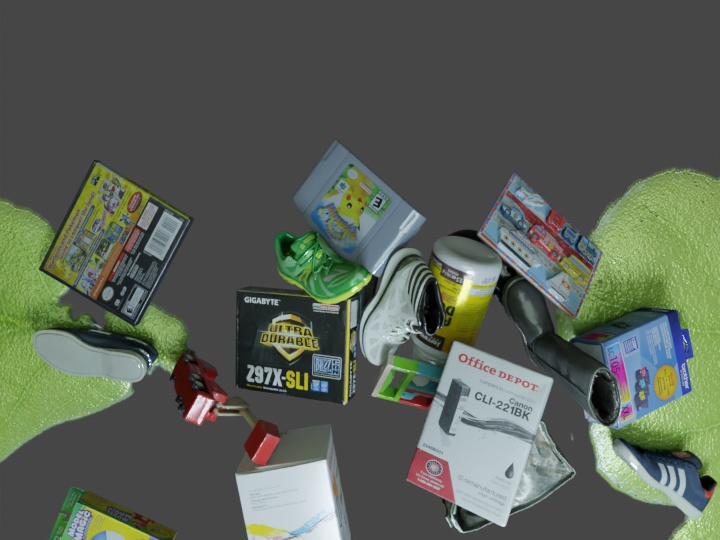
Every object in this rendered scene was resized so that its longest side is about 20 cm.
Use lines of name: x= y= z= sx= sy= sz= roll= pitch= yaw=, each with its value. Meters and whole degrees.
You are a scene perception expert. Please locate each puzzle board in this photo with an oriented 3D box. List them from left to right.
puzzle board: x=0.286 y=-0.043 z=0.926 sx=0.199 sy=0.017 sz=0.151 roll=40 pitch=56 yaw=-4

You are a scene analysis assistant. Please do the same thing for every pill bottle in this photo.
pill bottle: x=0.139 y=0.058 z=0.918 sx=0.107 sy=0.110 sz=0.204 roll=13 pitch=114 yaw=-2

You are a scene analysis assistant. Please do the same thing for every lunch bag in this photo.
lunch bag: x=0.203 y=0.301 z=0.929 sx=0.198 sy=0.164 sz=0.119 roll=-36 pitch=93 yaw=2

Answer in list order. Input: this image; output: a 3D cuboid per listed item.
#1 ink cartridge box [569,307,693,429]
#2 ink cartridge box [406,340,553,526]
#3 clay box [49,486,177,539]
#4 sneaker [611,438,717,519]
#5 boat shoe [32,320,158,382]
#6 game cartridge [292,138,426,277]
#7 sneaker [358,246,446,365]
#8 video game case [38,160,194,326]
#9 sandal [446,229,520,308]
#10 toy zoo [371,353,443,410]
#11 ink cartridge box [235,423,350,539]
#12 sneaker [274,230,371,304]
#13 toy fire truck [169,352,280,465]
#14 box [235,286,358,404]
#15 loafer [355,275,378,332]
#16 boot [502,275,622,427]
ink cartridge box: x=0.438 y=0.144 z=0.939 sx=0.197 sy=0.076 sz=0.139 roll=-17 pitch=97 yaw=-24
ink cartridge box: x=0.166 y=0.216 z=0.818 sx=0.142 sy=0.084 sz=0.204 roll=19 pitch=83 yaw=19
clay box: x=-0.424 y=0.459 z=1.000 sx=0.197 sy=0.048 sz=0.117 roll=25 pitch=95 yaw=-4
sneaker: x=0.504 y=0.320 z=0.981 sx=0.199 sy=0.075 sz=0.085 roll=37 pitch=96 yaw=-14
boat shoe: x=-0.425 y=0.125 z=0.958 sx=0.195 sy=0.062 sz=0.076 roll=7 pitch=112 yaw=8
game cartridge: x=-0.011 y=-0.092 z=0.915 sx=0.200 sy=0.040 sz=0.134 roll=43 pitch=104 yaw=19
sneaker: x=0.059 y=0.080 z=0.874 sx=0.074 sy=0.116 sz=0.204 roll=4 pitch=120 yaw=-26
video game case: x=-0.394 y=-0.043 z=0.962 sx=0.179 sy=0.026 sz=0.202 roll=30 pitch=96 yaw=-3
sandal: x=0.218 y=0.006 z=0.959 sx=0.199 sy=0.045 sz=0.075 roll=41 pitch=96 yaw=-4
toy zoo: x=0.124 y=0.190 z=0.942 sx=0.196 sy=0.132 sz=0.021 roll=15 pitch=57 yaw=-3
ink cartridge box: x=-0.100 y=0.374 z=0.944 sx=0.141 sy=0.147 sz=0.205 roll=-10 pitch=96 yaw=1
sneaker: x=-0.068 y=-0.010 z=0.888 sx=0.074 sy=0.198 sz=0.085 roll=-42 pitch=130 yaw=-30
toy fire truck: x=-0.213 y=0.208 z=0.922 sx=0.140 sy=0.200 sz=0.049 roll=31 pitch=93 yaw=-31
box: x=-0.102 y=0.114 z=0.938 sx=0.196 sy=0.049 sz=0.164 roll=5 pitch=98 yaw=20
loafer: x=0.000 y=0.000 z=0.960 sx=0.071 sy=0.063 sz=0.205 roll=11 pitch=92 yaw=30
boot: x=0.293 y=0.112 z=0.880 sx=0.072 sy=0.200 sz=0.184 roll=-29 pitch=108 yaw=4
